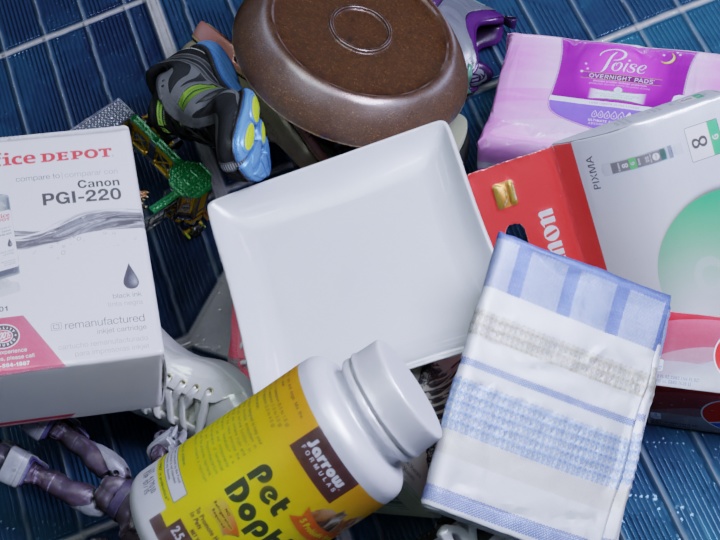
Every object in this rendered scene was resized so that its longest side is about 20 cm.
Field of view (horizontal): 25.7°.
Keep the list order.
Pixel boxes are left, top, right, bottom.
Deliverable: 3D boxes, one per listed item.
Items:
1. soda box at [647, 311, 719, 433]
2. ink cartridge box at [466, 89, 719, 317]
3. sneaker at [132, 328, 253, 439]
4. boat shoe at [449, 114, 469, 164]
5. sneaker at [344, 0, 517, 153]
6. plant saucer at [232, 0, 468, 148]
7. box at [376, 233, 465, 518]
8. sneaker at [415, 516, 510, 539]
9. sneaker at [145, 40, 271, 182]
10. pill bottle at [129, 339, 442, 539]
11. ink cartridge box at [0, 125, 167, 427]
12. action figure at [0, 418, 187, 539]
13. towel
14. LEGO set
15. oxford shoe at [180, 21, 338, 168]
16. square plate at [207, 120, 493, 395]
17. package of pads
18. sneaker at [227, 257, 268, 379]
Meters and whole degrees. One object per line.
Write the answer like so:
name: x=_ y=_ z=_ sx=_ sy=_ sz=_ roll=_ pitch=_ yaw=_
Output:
soda box: x=0.306 y=0.081 z=1.129 sx=0.197 sy=0.070 sz=0.064 roll=6 pitch=60 yaw=15
ink cartridge box: x=0.197 y=-0.027 z=1.177 sx=0.198 sy=0.050 sz=0.163 roll=-19 pitch=101 yaw=-3
sneaker: x=-0.154 y=0.094 z=1.199 sx=0.199 sy=0.074 sz=0.084 roll=28 pitch=24 yaw=34
boat shoe: x=0.030 y=-0.042 z=1.271 sx=0.073 sy=0.063 sz=0.202 roll=11 pitch=58 yaw=40
sneaker: x=0.059 y=-0.160 z=1.332 sx=0.087 sy=0.075 sz=0.201 roll=21 pitch=64 yaw=17
plant saucer: x=-0.003 y=-0.183 z=1.268 sx=0.198 sy=0.035 sz=0.202 roll=10 pitch=51 yaw=-12
box: x=0.043 y=0.076 z=1.174 sx=0.068 sy=0.082 sz=0.202 roll=0 pitch=59 yaw=33
sneaker: x=0.124 y=0.174 z=1.118 sx=0.199 sy=0.075 sz=0.081 roll=-36 pitch=83 yaw=-18
sneaker: x=-0.123 y=-0.119 z=1.254 sx=0.082 sy=0.071 sz=0.200 roll=-19 pitch=34 yaw=-11
pill bottle: x=-0.048 y=0.132 z=1.052 sx=0.199 sy=0.109 sz=0.110 roll=-34 pitch=56 yaw=9
ink cartridge box: x=-0.226 y=0.001 z=1.158 sx=0.144 sy=0.085 sz=0.202 roll=-6 pitch=59 yaw=-13
action figure: x=-0.184 y=0.159 z=1.159 sx=0.199 sy=0.069 sz=0.131 roll=32 pitch=87 yaw=11
towel: x=0.130 y=0.091 z=1.085 sx=0.145 sy=0.024 sz=0.202 roll=19 pitch=77 yaw=-12
LEGO set: x=-0.224 y=-0.040 z=1.310 sx=0.153 sy=0.116 sz=0.200 roll=37 pitch=57 yaw=8
oxford shoe: x=-0.093 y=-0.131 z=1.357 sx=0.074 sy=0.071 sz=0.200 roll=-49 pitch=56 yaw=5
square plate: x=0.000 y=0.000 z=1.161 sx=0.196 sy=0.029 sz=0.202 roll=-19 pitch=56 yaw=2
package of pads: x=0.200 y=-0.122 z=1.275 sx=0.197 sy=0.076 sz=0.122 roll=8 pitch=62 yaw=17
sneaker: x=-0.078 y=0.033 z=1.229 sx=0.073 sy=0.087 sz=0.202 roll=-8 pitch=57 yaw=8
